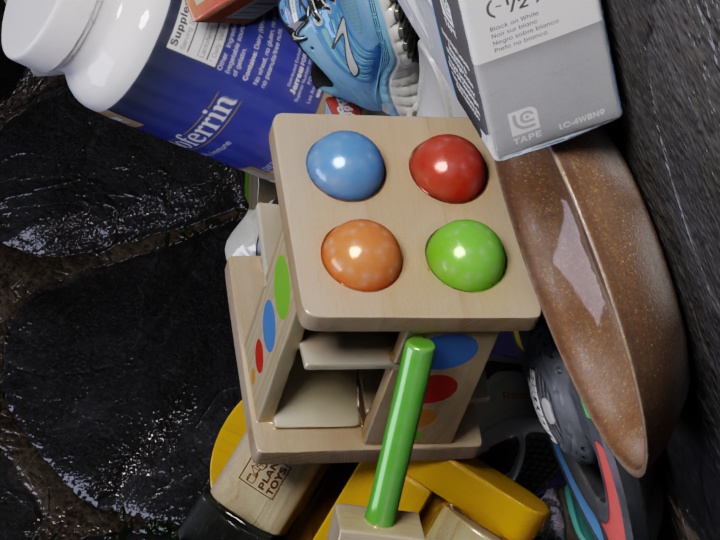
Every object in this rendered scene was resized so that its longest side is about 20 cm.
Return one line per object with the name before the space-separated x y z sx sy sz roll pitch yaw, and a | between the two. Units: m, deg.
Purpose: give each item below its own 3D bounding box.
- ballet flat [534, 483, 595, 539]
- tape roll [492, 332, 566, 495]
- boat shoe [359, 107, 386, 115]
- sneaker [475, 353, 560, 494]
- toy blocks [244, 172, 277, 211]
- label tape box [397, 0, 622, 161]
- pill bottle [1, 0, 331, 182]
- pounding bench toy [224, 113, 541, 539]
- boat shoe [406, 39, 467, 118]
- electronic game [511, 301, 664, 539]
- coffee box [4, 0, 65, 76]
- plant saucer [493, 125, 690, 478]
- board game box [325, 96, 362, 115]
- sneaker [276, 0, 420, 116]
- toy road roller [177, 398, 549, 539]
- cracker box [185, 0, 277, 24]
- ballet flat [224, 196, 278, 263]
ballet flat | 0.120 0.181 1.457 0.200 0.072 0.072 -97 -11 -77
tape roll | 0.060 0.058 1.682 0.200 0.085 0.200 159 90 -85
boat shoe | 0.020 -0.083 1.632 0.060 0.072 0.200 60 170 -20
sneaker | 0.054 0.125 1.566 0.200 0.074 0.080 -49 41 39
toy blocks | -0.006 -0.038 1.776 0.100 0.137 0.200 -119 29 -71
label tape box | 0.044 -0.168 1.090 0.143 0.066 0.200 -116 6 -51
pill bottle | -0.110 -0.138 1.599 0.116 0.200 0.116 -44 35 42
pounding bench toy | 0.016 0.036 1.334 0.156 0.124 0.200 111 154 -53
boat shoe | 0.049 -0.060 1.441 0.200 0.066 0.072 76 173 -50
electronic game | 0.112 0.065 1.386 0.200 0.042 0.200 161 90 -85
coffee box | -0.142 -0.264 1.722 0.200 0.198 0.200 85 180 -69
plant saucer | 0.107 -0.005 1.194 0.200 0.037 0.201 161 90 -85
board game box | 0.000 0.000 1.578 0.200 0.019 0.103 93 160 -47
sneaker | -0.006 -0.143 1.446 0.200 0.090 0.078 81 -160 -61
toy road roller | 0.009 0.137 1.471 0.200 0.123 0.146 32 -172 11
cracker box | -0.067 -0.261 1.518 0.058 0.134 0.200 -7 -107 -55
ballet flat | -0.053 0.005 1.684 0.068 0.068 0.200 22 137 17
